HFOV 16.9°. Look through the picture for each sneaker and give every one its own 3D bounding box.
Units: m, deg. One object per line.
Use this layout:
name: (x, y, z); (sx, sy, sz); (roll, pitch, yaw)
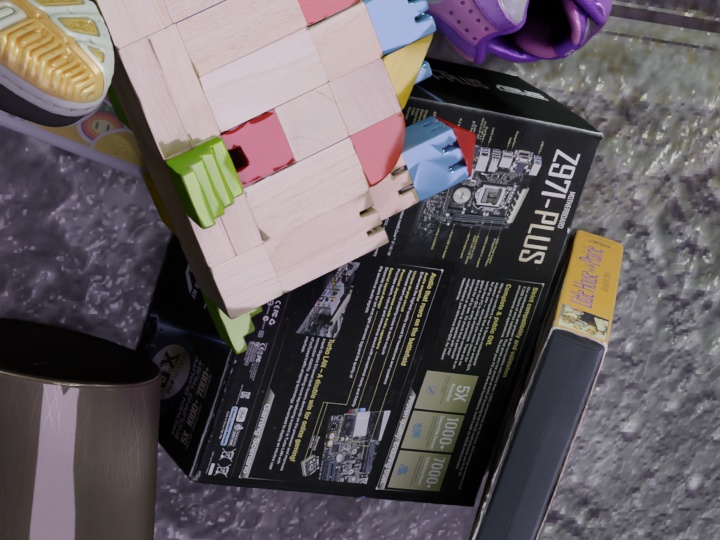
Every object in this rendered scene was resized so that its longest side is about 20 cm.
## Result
sneaker: (0.084, -0.136, 1.093); (0.200, 0.089, 0.080); (-17, 158, -51)
sneaker: (-0.185, -0.099, 0.953); (0.076, 0.200, 0.088); (-28, 146, -58)

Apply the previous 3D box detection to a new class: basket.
basket: (-0.160, 0.131, 1.083); (0.136, 0.180, 0.201); (-7, 111, -61)

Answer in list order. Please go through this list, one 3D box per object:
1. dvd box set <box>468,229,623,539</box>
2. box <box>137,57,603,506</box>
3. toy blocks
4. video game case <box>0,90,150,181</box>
dvd box set: (0.088, 0.071, 1.175); (0.029, 0.200, 0.147); (19, 106, 3)
box: (0.000, 0.000, 1.146); (0.163, 0.086, 0.201); (7, 109, -32)
toy blocks: (-0.028, -0.080, 1.003); (0.136, 0.100, 0.200); (-27, 113, -11)
video game case: (-0.112, -0.140, 1.014); (0.200, 0.023, 0.182); (21, 109, -20)
